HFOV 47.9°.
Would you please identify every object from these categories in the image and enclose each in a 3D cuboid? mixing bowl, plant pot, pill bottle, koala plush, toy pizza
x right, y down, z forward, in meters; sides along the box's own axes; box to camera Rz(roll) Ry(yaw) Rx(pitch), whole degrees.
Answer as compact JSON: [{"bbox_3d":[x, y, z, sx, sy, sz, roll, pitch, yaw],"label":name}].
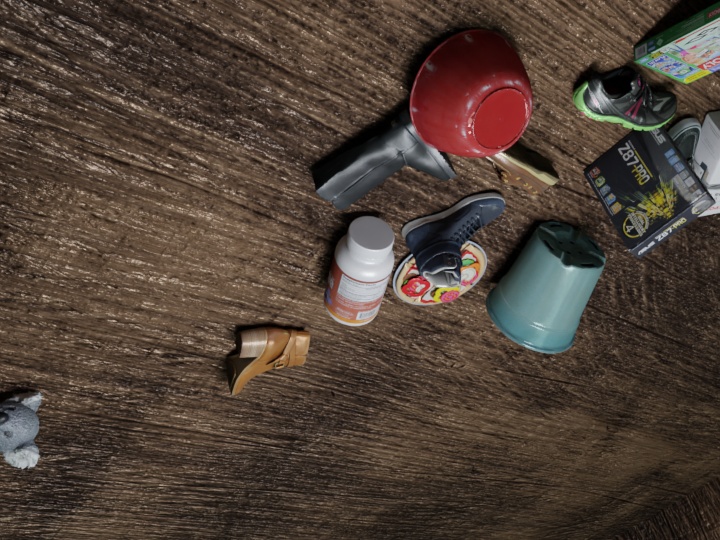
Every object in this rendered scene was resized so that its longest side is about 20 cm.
[{"bbox_3d":[0.185,-0.250,1.226,0.198,0.109,0.202,-13,126,-19],"label":"mixing bowl"},{"bbox_3d":[0.378,0.025,1.615,0.198,0.201,0.198,4,130,-24],"label":"plant pot"},{"bbox_3d":[0.000,0.000,1.498,0.111,0.113,0.201,-2,139,-17],"label":"pill bottle"},{"bbox_3d":[-0.718,0.302,1.566,0.197,0.179,0.184,-1,151,-19],"label":"koala plush"},{"bbox_3d":[0.163,0.012,1.635,0.197,0.032,0.201,-10,141,-8],"label":"toy pizza"}]

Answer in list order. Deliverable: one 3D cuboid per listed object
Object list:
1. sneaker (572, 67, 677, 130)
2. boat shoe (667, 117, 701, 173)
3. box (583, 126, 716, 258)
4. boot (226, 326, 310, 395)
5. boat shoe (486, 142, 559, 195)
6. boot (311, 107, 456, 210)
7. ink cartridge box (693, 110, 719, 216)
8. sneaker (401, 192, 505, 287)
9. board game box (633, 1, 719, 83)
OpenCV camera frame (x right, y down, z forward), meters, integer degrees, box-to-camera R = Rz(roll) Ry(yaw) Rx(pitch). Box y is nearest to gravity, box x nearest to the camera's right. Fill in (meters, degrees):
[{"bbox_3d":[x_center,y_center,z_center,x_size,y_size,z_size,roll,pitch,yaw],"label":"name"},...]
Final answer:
[{"bbox_3d":[0.452,-0.288,1.347,0.197,0.077,0.084,0,143,-22],"label":"sneaker"},{"bbox_3d":[0.591,-0.191,1.519,0.073,0.069,0.201,-4,140,-16],"label":"boat shoe"},{"bbox_3d":[0.505,-0.148,1.433,0.161,0.202,0.049,-39,138,27],"label":"box"},{"bbox_3d":[-0.194,0.193,1.693,0.153,0.074,0.201,-1,142,-25],"label":"boot"},{"bbox_3d":[0.266,-0.179,1.412,0.199,0.073,0.068,19,128,-40],"label":"boat shoe"},{"bbox_3d":[0.041,-0.159,1.356,0.199,0.066,0.165,-35,129,17],"label":"boot"},{"bbox_3d":[0.703,-0.205,1.529,0.144,0.085,0.201,-10,141,-7],"label":"ink cartridge box"},{"bbox_3d":[0.188,-0.051,1.480,0.200,0.147,0.077,-23,140,6],"label":"sneaker"},{"bbox_3d":[0.548,-0.358,1.262,0.133,0.030,0.199,12,163,-29],"label":"board game box"}]
